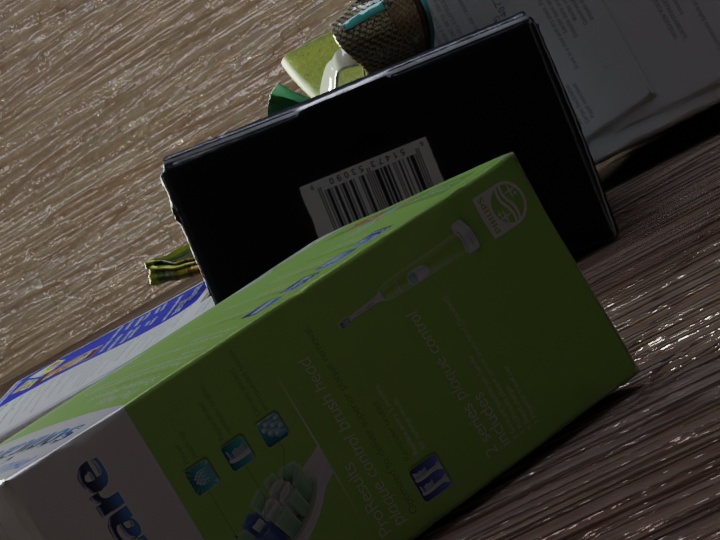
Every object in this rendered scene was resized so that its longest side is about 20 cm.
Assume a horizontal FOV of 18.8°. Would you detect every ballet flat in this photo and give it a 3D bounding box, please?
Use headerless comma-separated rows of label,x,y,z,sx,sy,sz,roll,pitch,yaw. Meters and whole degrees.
ballet flat,0.011,-0.102,1.308,0.075,0.068,0.200,-25,-27,-5

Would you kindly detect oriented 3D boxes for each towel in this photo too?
towel,-0.032,-0.029,1.342,0.200,0.018,0.086,-14,10,27

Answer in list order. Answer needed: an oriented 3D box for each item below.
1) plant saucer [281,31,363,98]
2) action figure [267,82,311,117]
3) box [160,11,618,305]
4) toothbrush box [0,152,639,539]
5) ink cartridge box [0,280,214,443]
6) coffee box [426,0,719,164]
plant saucer,0.078,-0.122,1.558,0.200,0.200,0.048,-23,50,30
action figure,0.029,-0.076,1.541,0.200,0.055,0.118,3,-37,-12
box,0.019,-0.046,1.144,0.200,0.124,0.197,-22,7,7
toothbrush box,-0.036,0.057,0.693,0.200,0.086,0.146,-32,5,-30
ink cartridge box,-0.141,0.062,1.327,0.200,0.047,0.198,-27,7,9
coffee box,0.163,-0.185,1.337,0.200,0.200,0.198,-28,0,31
